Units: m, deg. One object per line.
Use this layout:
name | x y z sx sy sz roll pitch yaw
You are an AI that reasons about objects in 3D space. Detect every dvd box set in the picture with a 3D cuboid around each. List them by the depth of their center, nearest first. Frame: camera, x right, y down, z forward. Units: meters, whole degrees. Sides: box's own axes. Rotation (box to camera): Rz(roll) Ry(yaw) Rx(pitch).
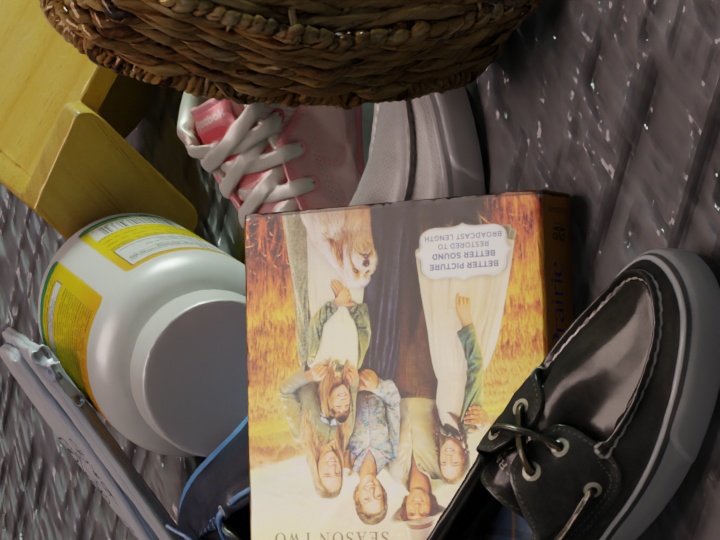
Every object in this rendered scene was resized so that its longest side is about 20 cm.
dvd box set | 0.020 0.072 1.066 0.146 0.029 0.201 -3 85 30

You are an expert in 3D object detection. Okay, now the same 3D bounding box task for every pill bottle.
pill bottle | -0.103 0.038 1.410 0.200 0.112 0.113 -153 65 -68

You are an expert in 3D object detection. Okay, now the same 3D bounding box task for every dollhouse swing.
dollhouse swing | -0.164 -0.121 1.567 0.176 0.182 0.200 -50 47 -4

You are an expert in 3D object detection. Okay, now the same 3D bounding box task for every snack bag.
snack bag | -0.144 0.117 1.481 0.189 0.021 0.200 56 170 -9

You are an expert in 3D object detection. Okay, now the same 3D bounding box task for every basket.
basket | -0.035 -0.129 1.096 0.149 0.199 0.143 138 128 -61

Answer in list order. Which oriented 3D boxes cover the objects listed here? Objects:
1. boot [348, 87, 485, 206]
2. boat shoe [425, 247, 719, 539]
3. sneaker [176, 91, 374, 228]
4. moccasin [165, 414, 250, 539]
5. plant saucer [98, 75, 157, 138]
boot | 0.000 0.000 1.146 0.074 0.095 0.201 158 111 -69
boat shoe | 0.070 0.079 0.959 0.069 0.056 0.200 52 125 44
sneaker | -0.037 -0.030 1.218 0.075 0.104 0.201 -26 60 36
moccasin | -0.051 0.124 1.306 0.200 0.080 0.068 114 157 -51
plant saucer | -0.154 -0.201 1.650 0.200 0.048 0.200 110 152 -45
